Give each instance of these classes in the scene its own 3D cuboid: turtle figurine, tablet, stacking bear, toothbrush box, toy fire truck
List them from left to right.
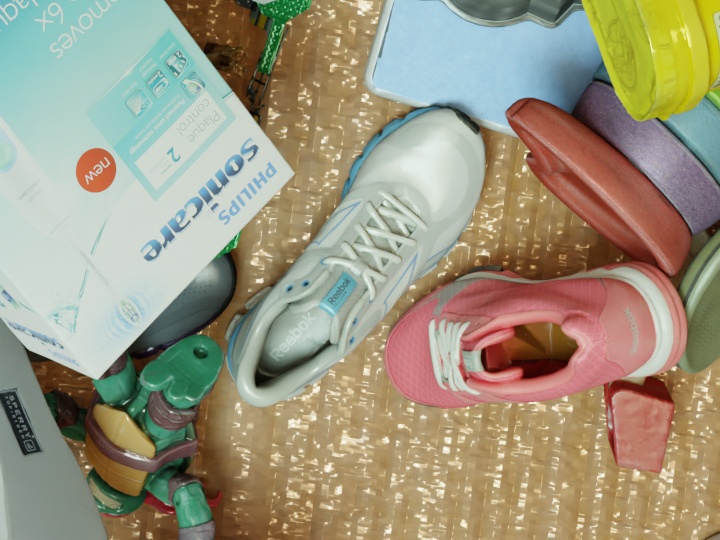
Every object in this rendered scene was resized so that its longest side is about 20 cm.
[{"bbox_3d":[-0.151,-0.072,1.086,0.146,0.085,0.200,-45,119,-17],"label":"toothbrush box"},{"bbox_3d":[-0.132,0.095,1.232,0.149,0.101,0.201,21,136,5],"label":"turtle figurine"},{"bbox_3d":[0.112,-0.132,1.235,0.198,0.014,0.131,16,101,-3],"label":"tablet"},{"bbox_3d":[0.187,-0.105,1.180,0.114,0.121,0.200,42,87,19],"label":"stacking bear"},{"bbox_3d":[0.212,0.013,1.243,0.140,0.049,0.202,7,102,0],"label":"toy fire truck"}]

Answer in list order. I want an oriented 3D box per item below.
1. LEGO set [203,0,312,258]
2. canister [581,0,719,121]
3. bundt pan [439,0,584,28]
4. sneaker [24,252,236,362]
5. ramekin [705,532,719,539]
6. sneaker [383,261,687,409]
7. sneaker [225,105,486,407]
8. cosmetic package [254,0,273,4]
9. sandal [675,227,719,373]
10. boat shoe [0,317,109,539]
[{"bbox_3d":[-0.119,-0.110,1.216,0.153,0.116,0.202,6,102,-27],"label":"LEGO set"},{"bbox_3d":[0.206,-0.171,1.101,0.198,0.087,0.150,-17,80,-9],"label":"canister"},{"bbox_3d":[0.086,-0.225,1.176,0.200,0.076,0.204,0,96,-1],"label":"bundt pan"},{"bbox_3d":[-0.166,0.027,1.237,0.198,0.088,0.075,-11,101,4],"label":"sneaker"},{"bbox_3d":[0.249,0.244,1.267,0.200,0.094,0.204,0,102,1],"label":"ramekin"},{"bbox_3d":[0.071,0.035,1.195,0.199,0.086,0.074,-13,91,45],"label":"sneaker"},{"bbox_3d":[0.000,0.000,1.229,0.075,0.087,0.201,37,99,-5],"label":"sneaker"},{"bbox_3d":[-0.030,-0.245,1.121,0.084,0.107,0.202,21,74,-37],"label":"cosmetic package"},{"bbox_3d":[0.242,-0.011,1.167,0.200,0.080,0.058,-35,56,7],"label":"sandal"},{"bbox_3d":[-0.188,0.111,1.153,0.066,0.072,0.201,-34,75,34],"label":"boat shoe"}]
